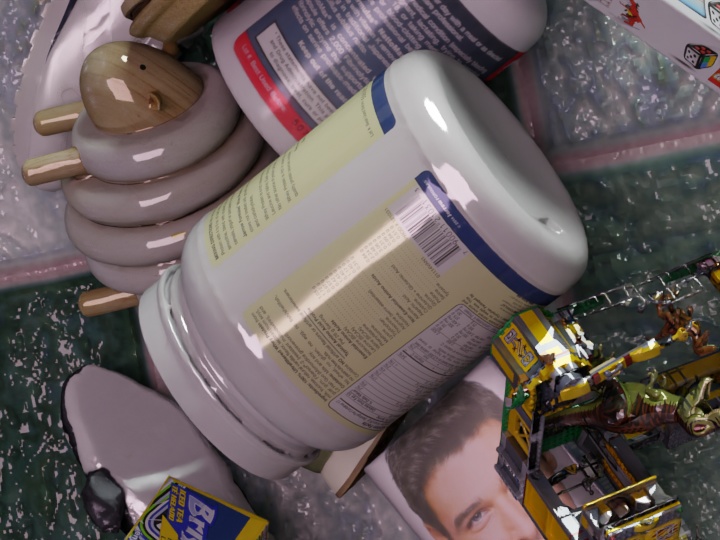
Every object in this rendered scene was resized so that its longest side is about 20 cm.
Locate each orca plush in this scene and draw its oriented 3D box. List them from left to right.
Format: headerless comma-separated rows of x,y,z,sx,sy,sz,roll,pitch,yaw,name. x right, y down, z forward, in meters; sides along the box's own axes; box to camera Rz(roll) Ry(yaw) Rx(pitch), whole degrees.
-0.094,0.137,1.509,0.199,0.071,0.105,28,57,6,orca plush

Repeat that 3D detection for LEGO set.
0.162,0.079,1.323,0.116,0.199,0.154,55,147,36,LEGO set

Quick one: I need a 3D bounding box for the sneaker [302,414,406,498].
0.006,0.022,1.447,0.090,0.067,0.201,34,107,9,sneaker

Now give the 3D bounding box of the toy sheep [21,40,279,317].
-0.104,-0.039,1.451,0.137,0.138,0.201,-7,127,20,toy sheep

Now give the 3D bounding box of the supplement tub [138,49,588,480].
0.000,0.000,1.342,0.200,0.145,0.145,-38,81,17,supplement tub

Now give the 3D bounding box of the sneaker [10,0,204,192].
-0.134,-0.132,1.489,0.080,0.076,0.201,23,102,7,sneaker

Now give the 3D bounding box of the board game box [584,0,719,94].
0.129,-0.189,1.326,0.199,0.127,0.035,33,141,-13,board game box

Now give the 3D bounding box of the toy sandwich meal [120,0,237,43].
-0.054,-0.200,1.387,0.205,0.205,0.070,-37,92,18,toy sandwich meal

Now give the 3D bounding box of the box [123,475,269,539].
-0.097,0.206,1.439,0.064,0.070,0.201,24,140,14,box

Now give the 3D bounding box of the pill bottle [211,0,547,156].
0.030,-0.145,1.402,0.200,0.119,0.120,-38,81,18,pill bottle

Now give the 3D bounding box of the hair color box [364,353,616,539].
0.106,0.150,1.425,0.099,0.061,0.200,-43,79,17,hair color box
